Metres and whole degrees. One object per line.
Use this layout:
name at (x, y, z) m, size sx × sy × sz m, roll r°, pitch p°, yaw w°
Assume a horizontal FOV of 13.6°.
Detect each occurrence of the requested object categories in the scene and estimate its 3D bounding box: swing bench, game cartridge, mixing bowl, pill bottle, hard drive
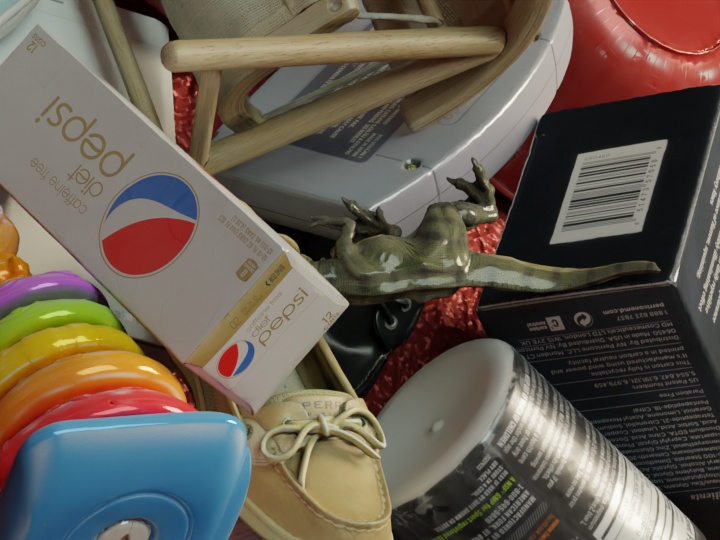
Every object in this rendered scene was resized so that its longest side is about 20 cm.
swing bench at (-0.036, -0.169, 1.464) m, size 0.199 × 0.130 × 0.200 m, roll -14°, pitch 64°, yaw -16°
game cartridge at (0.019, -0.084, 1.534) m, size 0.133 × 0.042 × 0.200 m, roll 19°, pitch 46°, yaw 28°
mixing bowl at (0.135, -0.131, 1.657) m, size 0.199 × 0.108 × 0.201 m, roll 19°, pitch 53°, yaw -27°
pill bottle at (0.097, 0.133, 1.440) m, size 0.200 × 0.106 × 0.106 m, roll 44°, pitch 42°, yaw -22°
hard drive at (-0.150, -0.052, 1.461) m, size 0.131 × 0.026 × 0.201 m, roll 15°, pitch 51°, yaw -28°

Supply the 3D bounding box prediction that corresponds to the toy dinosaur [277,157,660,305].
toy dinosaur at (0.032, -0.012, 1.402) m, size 0.199 × 0.048 × 0.088 m, roll -1°, pitch 29°, yaw -10°

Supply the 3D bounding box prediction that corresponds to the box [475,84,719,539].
box at (0.155, 0.034, 1.507) m, size 0.200 × 0.107 × 0.149 m, roll 62°, pitch 33°, yaw -33°

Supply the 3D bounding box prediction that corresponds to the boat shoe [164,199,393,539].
boat shoe at (-0.035, 0.052, 1.365) m, size 0.073 × 0.063 × 0.201 m, roll 3°, pitch 39°, yaw -28°

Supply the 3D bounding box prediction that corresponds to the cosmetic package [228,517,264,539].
cosmetic package at (-0.078, 0.148, 1.347) m, size 0.200 × 0.052 × 0.151 m, roll -15°, pitch 65°, yaw -43°

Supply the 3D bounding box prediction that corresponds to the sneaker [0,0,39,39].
sneaker at (-0.209, -0.157, 1.395) m, size 0.200 × 0.131 × 0.080 m, roll -31°, pitch 70°, yaw -36°

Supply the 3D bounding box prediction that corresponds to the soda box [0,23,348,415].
soda box at (-0.097, -0.025, 1.338) m, size 0.200 × 0.068 × 0.064 m, roll 42°, pitch 0°, yaw 37°

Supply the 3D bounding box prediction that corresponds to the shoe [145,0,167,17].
shoe at (-0.035, -0.175, 1.592) m, size 0.200 × 0.072 × 0.091 m, roll -29°, pitch 67°, yaw -37°

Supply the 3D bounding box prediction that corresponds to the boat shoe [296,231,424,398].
boat shoe at (0.002, 0.001, 1.506) m, size 0.074 × 0.066 × 0.200 m, roll 39°, pitch 44°, yaw -7°

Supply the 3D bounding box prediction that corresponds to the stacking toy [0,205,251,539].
stacking toy at (-0.136, 0.044, 1.295) m, size 0.109 × 0.116 × 0.200 m, roll -2°, pitch 44°, yaw -31°
